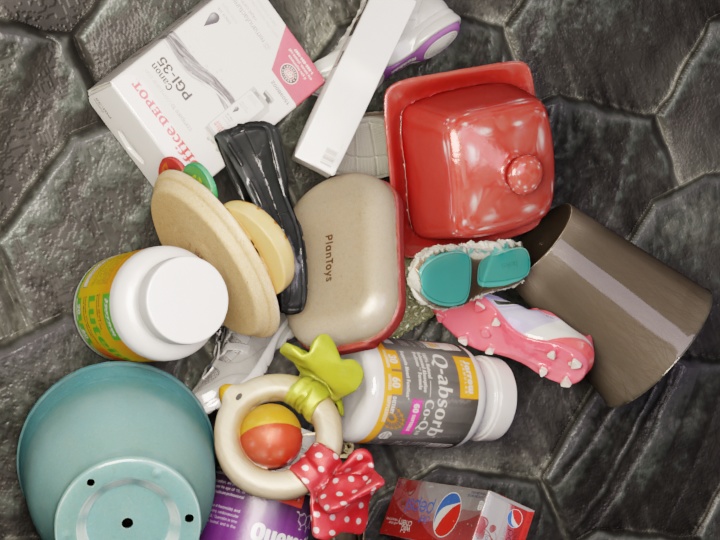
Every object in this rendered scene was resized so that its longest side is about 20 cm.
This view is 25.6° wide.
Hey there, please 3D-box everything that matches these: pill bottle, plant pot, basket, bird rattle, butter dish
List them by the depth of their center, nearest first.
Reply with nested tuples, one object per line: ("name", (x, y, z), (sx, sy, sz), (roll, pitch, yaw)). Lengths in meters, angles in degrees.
("plant pot", (-0.225, 0.208, 1.509), (0.199, 0.188, 0.201), (-3, 104, -12))
("pill bottle", (-0.203, 0.034, 1.557), (0.111, 0.200, 0.112), (2, 86, -26))
("bird rattle", (-0.064, 0.172, 1.583), (0.162, 0.113, 0.201), (-5, 74, -4))
("pill bottle", (-0.106, 0.257, 1.640), (0.112, 0.112, 0.201), (20, 78, -24))
("butter dish", (0.141, -0.113, 1.711), (0.199, 0.148, 0.201), (-13, 107, -26))
("pill bottle", (0.065, 0.134, 1.727), (0.199, 0.116, 0.117), (6, 84, -32))
("basket", (0.277, 0.027, 1.835), (0.200, 0.136, 0.180), (41, 93, -14))

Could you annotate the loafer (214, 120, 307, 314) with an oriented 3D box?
("loafer", (-0.101, -0.051, 1.604), (0.070, 0.068, 0.202), (-12, 86, -16))

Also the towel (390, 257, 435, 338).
("towel", (0.048, -0.007, 1.776), (0.200, 0.036, 0.149), (-30, 101, -25))

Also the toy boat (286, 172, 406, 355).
("toy boat", (0.000, 0.000, 1.677), (0.131, 0.130, 0.201), (35, 48, -54))

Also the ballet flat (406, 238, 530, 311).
("ballet flat", (0.103, 0.003, 1.695), (0.199, 0.072, 0.072), (-6, 89, -48))

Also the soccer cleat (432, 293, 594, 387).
("soccer cleat", (0.169, 0.061, 1.769), (0.199, 0.067, 0.077), (27, 33, 4))

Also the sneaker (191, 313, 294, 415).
("sneaker", (-0.130, 0.074, 1.671), (0.082, 0.075, 0.200), (45, 58, -10))

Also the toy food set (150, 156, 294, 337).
("toy food set", (-0.139, -0.022, 1.563), (0.049, 0.200, 0.198), (-36, 63, -23))

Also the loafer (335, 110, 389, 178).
("loafer", (0.031, -0.148, 1.770), (0.199, 0.063, 0.072), (-12, 112, -23))

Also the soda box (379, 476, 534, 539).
("soda box", (0.100, 0.269, 1.692), (0.063, 0.200, 0.070), (26, 76, -23))

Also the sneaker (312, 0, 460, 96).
("sneaker", (0.011, -0.258, 1.767), (0.199, 0.075, 0.100), (-29, 75, -22))

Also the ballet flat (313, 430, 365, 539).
("ballet flat", (-0.019, 0.259, 1.720), (0.067, 0.046, 0.201), (-1, 87, -27))

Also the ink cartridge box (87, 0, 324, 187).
("ink cartridge box", (-0.160, -0.190, 1.658), (0.200, 0.083, 0.147), (-43, 106, -22))

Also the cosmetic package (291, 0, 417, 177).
("cosmetic package", (-0.009, -0.198, 1.665), (0.050, 0.083, 0.201), (26, 89, -3))
